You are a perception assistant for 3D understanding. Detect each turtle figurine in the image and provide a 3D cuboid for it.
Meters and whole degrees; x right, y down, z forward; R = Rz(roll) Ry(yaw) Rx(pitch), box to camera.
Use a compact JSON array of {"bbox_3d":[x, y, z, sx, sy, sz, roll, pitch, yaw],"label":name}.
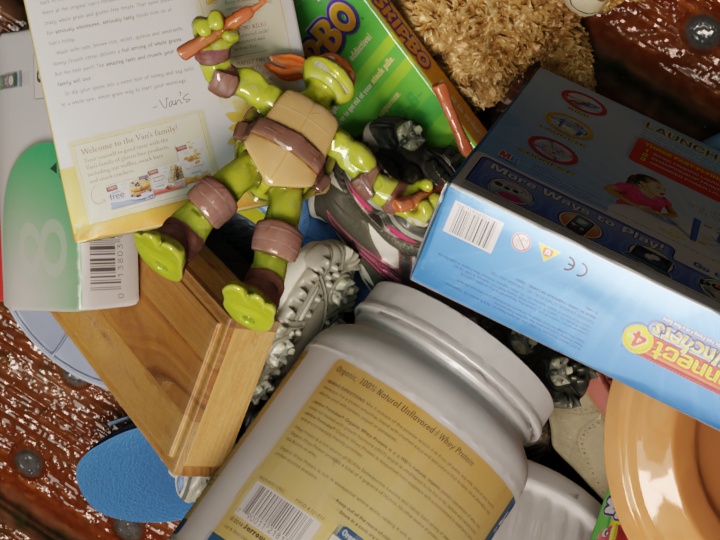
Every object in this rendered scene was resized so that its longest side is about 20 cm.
[{"bbox_3d":[-0.050,-0.062,0.855,0.200,0.162,0.064,37,158,-13],"label":"turtle figurine"}]

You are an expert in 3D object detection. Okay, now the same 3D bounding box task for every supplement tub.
[{"bbox_3d":[0.001,0.122,0.904,0.144,0.145,0.200,36,77,1],"label":"supplement tub"}]

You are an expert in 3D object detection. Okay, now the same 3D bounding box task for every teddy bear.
[{"bbox_3d":[0.076,-0.143,0.947,0.199,0.067,0.146,-11,107,20],"label":"teddy bear"}]

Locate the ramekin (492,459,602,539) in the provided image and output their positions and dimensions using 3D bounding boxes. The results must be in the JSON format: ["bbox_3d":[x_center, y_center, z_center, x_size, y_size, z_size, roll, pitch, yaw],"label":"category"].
[{"bbox_3d":[0.067,0.218,1.026,0.199,0.105,0.201,8,127,10],"label":"ramekin"}]

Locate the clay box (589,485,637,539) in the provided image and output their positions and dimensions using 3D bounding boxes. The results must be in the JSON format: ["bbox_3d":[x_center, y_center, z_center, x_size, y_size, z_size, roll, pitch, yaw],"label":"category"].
[{"bbox_3d":[0.198,0.147,0.964,0.114,0.048,0.201,27,76,-23],"label":"clay box"}]

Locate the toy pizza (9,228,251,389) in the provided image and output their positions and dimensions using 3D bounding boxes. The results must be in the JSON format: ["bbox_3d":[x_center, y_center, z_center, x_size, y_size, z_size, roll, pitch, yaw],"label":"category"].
[{"bbox_3d":[-0.145,-0.019,1.067,0.199,0.032,0.202,4,104,14],"label":"toy pizza"}]

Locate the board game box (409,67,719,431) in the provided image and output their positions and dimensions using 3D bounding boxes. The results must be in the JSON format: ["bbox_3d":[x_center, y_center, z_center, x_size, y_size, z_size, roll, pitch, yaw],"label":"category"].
[{"bbox_3d":[0.147,-0.013,0.845,0.199,0.196,0.056,26,118,8],"label":"board game box"}]

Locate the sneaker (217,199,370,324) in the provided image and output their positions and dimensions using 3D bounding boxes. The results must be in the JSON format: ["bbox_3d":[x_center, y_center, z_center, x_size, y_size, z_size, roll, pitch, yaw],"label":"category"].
[{"bbox_3d":[0.000,0.000,1.019,0.200,0.079,0.066,45,154,-20],"label":"sneaker"}]

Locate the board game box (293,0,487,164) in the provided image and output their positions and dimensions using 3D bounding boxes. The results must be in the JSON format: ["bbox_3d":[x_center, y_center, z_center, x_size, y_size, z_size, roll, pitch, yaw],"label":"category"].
[{"bbox_3d":[0.010,-0.088,0.961,0.095,0.030,0.200,-28,110,34],"label":"board game box"}]

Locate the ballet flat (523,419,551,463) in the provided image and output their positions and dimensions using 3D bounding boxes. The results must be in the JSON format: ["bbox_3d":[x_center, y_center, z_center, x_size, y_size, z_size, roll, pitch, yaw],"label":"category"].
[{"bbox_3d":[0.028,0.129,1.064,0.199,0.046,0.068,-18,102,20],"label":"ballet flat"}]

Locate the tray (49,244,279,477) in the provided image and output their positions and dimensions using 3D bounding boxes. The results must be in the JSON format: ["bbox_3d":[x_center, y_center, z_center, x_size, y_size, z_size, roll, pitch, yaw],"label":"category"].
[{"bbox_3d":[-0.124,0.023,0.971,0.200,0.037,0.099,42,118,46],"label":"tray"}]

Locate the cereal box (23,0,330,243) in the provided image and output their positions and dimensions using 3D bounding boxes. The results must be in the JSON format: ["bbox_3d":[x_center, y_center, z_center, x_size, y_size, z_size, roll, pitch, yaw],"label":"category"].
[{"bbox_3d":[-0.105,-0.126,0.899,0.143,0.040,0.201,-11,93,-7],"label":"cereal box"}]

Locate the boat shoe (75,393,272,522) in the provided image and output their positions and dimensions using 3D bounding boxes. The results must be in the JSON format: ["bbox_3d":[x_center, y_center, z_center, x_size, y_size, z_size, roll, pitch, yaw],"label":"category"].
[{"bbox_3d":[-0.086,0.112,1.081,0.199,0.069,0.085,-15,106,16],"label":"boat shoe"}]

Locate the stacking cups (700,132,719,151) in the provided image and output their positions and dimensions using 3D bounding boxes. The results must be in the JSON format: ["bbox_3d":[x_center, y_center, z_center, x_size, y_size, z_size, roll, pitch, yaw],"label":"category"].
[{"bbox_3d":[0.205,-0.054,0.955,0.199,0.061,0.061,-25,101,27],"label":"stacking cups"}]

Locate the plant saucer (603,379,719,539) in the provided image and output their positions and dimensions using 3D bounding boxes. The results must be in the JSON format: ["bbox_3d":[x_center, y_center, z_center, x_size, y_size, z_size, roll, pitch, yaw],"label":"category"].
[{"bbox_3d":[0.229,0.095,0.934,0.199,0.037,0.202,1,87,-24],"label":"plant saucer"}]

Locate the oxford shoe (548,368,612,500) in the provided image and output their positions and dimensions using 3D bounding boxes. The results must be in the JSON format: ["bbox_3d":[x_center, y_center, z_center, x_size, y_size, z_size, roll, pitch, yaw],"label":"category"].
[{"bbox_3d":[0.164,0.112,1.023,0.075,0.070,0.201,-11,109,46],"label":"oxford shoe"}]

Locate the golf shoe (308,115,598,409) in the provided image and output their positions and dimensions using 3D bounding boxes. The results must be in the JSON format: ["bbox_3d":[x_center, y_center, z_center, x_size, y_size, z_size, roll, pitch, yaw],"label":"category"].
[{"bbox_3d":[0.056,0.001,0.953,0.200,0.077,0.088,48,144,-7],"label":"golf shoe"}]

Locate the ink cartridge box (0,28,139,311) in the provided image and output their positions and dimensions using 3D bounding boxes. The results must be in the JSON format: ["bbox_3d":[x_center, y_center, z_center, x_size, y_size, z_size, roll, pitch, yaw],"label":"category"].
[{"bbox_3d":[-0.209,-0.058,0.996,0.199,0.050,0.162,0,92,43],"label":"ink cartridge box"}]

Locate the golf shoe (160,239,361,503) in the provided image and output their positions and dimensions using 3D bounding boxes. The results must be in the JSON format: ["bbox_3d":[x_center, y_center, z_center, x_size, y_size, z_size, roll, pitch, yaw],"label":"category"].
[{"bbox_3d":[-0.077,0.044,0.975,0.097,0.078,0.200,46,121,19],"label":"golf shoe"}]
